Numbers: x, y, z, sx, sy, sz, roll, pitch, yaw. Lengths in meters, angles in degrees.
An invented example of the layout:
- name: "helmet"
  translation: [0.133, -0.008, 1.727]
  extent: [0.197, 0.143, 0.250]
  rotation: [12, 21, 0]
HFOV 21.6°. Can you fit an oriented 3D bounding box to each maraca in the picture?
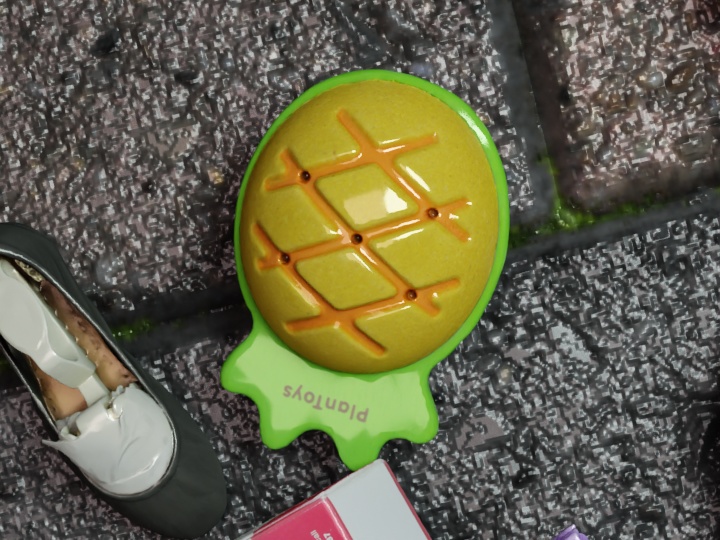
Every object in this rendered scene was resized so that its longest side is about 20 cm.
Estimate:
- name: "maraca"
  translation: [0.000, 0.000, 0.940]
  extent: [0.137, 0.107, 0.200]
  rotation: [15, 99, 9]

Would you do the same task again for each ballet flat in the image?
- name: "ballet flat"
  translation: [-0.147, 0.062, 0.980]
  extent: [0.068, 0.068, 0.200]
  rotation: [-40, 86, 7]

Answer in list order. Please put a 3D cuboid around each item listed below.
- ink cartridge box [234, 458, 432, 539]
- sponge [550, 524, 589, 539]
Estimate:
- name: "ink cartridge box"
  translation: [-0.044, 0.207, 0.941]
  extent: [0.200, 0.083, 0.145]
  rotation: [-32, 87, 23]
- name: "sponge"
  translation: [0.125, 0.244, 0.967]
  extent: [0.111, 0.030, 0.200]
  rotation: [-37, 87, 7]
